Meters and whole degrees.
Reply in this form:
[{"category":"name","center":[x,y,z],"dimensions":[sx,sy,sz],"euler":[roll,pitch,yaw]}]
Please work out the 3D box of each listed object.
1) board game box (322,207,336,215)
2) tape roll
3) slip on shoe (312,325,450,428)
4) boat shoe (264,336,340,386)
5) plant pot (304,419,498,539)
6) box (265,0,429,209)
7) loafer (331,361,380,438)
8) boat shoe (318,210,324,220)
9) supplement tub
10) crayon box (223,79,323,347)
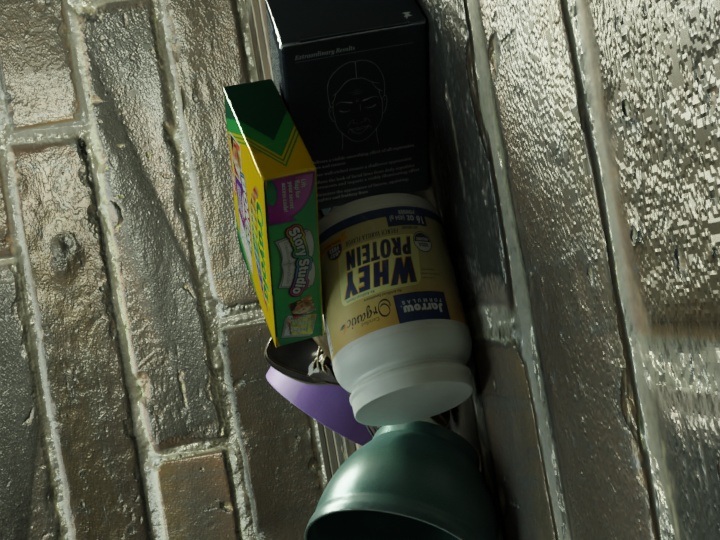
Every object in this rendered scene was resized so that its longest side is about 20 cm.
[{"category":"board game box","center":[-0.052,-0.137,1.468],"dimensions":[0.136,0.034,0.201],"euler":[60,-139,-32]},{"category":"tape roll","center":[-0.034,0.173,1.702],"dimensions":[0.066,0.199,0.200],"euler":[-57,13,3]},{"category":"slip on shoe","center":[0.024,0.112,1.341],"dimensions":[0.200,0.060,0.077],"euler":[43,-142,-29]},{"category":"boat shoe","center":[-0.029,0.114,1.571],"dimensions":[0.073,0.197,0.076],"euler":[85,-164,-74]},{"category":"plant pot","center":[0.054,0.241,1.239],"dimensions":[0.202,0.197,0.135],"euler":[90,-165,-51]},{"category":"box","center":[-0.012,-0.181,1.249],"dimensions":[0.108,0.146,0.202],"euler":[-110,13,-50]},{"category":"loafer","center":[0.033,0.158,1.422],"dimensions":[0.201,0.072,0.063],"euler":[51,166,13]},{"category":"boat shoe","center":[-0.055,-0.021,1.366],"dimensions":[0.202,0.064,0.071],"euler":[62,-178,-3]},{"category":"supplement tub","center":[0.032,0.041,1.216],"dimensions":[0.145,0.142,0.203],"euler":[97,161,-66]},{"category":"crayon box","center":[-0.087,-0.058,1.204],"dimensions":[0.173,0.057,0.202],"euler":[-115,18,-49]}]
